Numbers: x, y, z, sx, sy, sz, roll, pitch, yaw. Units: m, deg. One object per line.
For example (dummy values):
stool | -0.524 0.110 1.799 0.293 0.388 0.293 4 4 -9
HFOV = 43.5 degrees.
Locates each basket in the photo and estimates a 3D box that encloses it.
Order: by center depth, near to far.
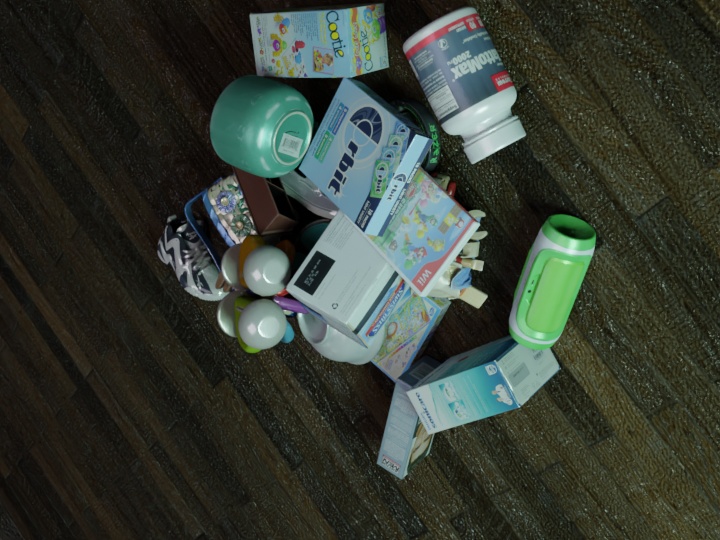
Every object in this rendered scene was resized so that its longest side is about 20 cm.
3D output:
basket | -0.230 -0.097 1.683 0.200 0.139 0.177 -38 84 36

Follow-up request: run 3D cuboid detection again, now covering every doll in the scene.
doll | -0.168 0.056 1.688 0.136 0.199 0.049 18 83 58

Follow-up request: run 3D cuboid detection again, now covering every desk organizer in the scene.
desk organizer | -0.166 -0.166 1.575 0.077 0.071 0.201 -41 65 48

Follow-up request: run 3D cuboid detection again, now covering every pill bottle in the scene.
pill bottle | 0.156 -0.265 1.306 0.119 0.119 0.201 -25 94 43

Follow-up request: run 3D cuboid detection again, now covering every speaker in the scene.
speaker | 0.285 0.019 1.355 0.088 0.088 0.201 30 126 25

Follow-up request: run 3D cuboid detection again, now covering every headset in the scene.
headset | 0.042 -0.212 1.440 0.200 0.094 0.124 22 123 50

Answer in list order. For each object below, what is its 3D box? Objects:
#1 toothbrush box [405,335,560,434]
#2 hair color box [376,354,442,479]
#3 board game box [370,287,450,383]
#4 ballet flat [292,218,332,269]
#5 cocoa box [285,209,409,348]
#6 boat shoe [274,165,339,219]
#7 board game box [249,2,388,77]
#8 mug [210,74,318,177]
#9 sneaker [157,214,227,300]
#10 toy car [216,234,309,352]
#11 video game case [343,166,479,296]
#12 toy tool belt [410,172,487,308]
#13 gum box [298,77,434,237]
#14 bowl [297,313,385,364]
toothbrush box | 0.197 0.178 1.458 0.200 0.146 0.086 -29 90 44
hair color box | 0.095 0.262 1.611 0.060 0.099 0.201 28 125 25
board game box | 0.064 0.091 1.602 0.134 0.034 0.201 40 130 18
ballet flat | -0.086 -0.045 1.638 0.072 0.072 0.200 53 132 7
cocoa box | 0.000 0.000 1.482 0.133 0.201 0.131 29 168 26
boat shoe | -0.077 -0.152 1.580 0.200 0.070 0.072 30 132 29
board game box | -0.066 -0.369 1.450 0.199 0.103 0.106 10 114 36
mug | -0.137 -0.236 1.457 0.114 0.185 0.153 25 145 35
sneaker | -0.336 -0.037 1.837 0.199 0.079 0.130 46 141 26
toy car | -0.153 0.041 1.547 0.175 0.149 0.202 11 96 61
video game case | 0.073 -0.079 1.373 0.200 0.017 0.143 47 113 28
toy tool belt | 0.154 -0.046 1.422 0.122 0.125 0.201 12 105 12
gum box | 0.004 -0.177 1.390 0.200 0.044 0.171 46 116 39
bowl | -0.051 0.079 1.617 0.201 0.090 0.203 17 112 49
